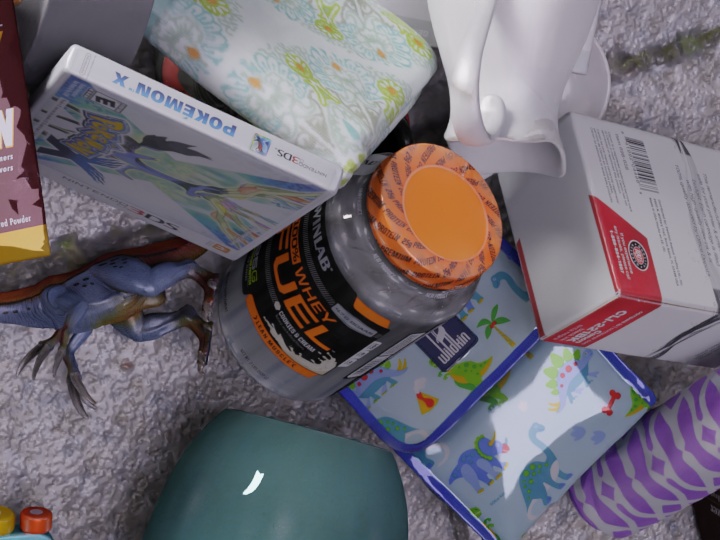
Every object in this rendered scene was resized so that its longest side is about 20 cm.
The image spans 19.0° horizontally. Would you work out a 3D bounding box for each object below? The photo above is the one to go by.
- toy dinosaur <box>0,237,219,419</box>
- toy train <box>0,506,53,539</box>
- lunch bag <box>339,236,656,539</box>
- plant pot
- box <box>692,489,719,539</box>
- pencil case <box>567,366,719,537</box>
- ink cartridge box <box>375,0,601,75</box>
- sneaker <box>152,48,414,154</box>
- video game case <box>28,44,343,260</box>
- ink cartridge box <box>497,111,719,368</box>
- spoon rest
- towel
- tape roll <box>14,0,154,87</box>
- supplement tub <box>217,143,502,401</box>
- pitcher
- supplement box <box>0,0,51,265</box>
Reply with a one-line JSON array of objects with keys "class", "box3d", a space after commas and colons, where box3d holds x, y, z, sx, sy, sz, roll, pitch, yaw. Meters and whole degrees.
[{"class": "toy dinosaur", "box3d": [-0.192, 0.028, 1.498, 0.180, 0.201, 0.105, 9, 138, -1]}, {"class": "toy train", "box3d": [-0.275, 0.249, 1.513, 0.200, 0.056, 0.150, -39, 115, -5]}, {"class": "lunch bag", "box3d": [0.087, 0.078, 1.581, 0.170, 0.127, 0.200, -44, 99, -3]}, {"class": "plant pot", "box3d": [-0.057, 0.188, 1.511, 0.200, 0.200, 0.162, 16, 84, -24]}, {"class": "box", "box3d": [0.369, 0.190, 1.689, 0.163, 0.166, 0.201, -21, 109, -16]}, {"class": "pencil case", "box3d": [0.241, 0.126, 1.595, 0.084, 0.086, 0.200, 26, 136, -35]}, {"class": "ink cartridge box", "box3d": [0.088, -0.243, 1.537, 0.199, 0.044, 0.175, 8, 102, -20]}, {"class": "sneaker", "box3d": [-0.045, -0.113, 1.487, 0.200, 0.098, 0.071, 19, 105, -23]}, {"class": "video game case", "box3d": [-0.126, -0.069, 1.364, 0.182, 0.200, 0.022, 24, 70, -15]}, {"class": "ink cartridge box", "box3d": [0.207, -0.018, 1.555, 0.199, 0.084, 0.145, 10, 58, -41]}, {"class": "spoon rest", "box3d": [0.100, -0.104, 1.569, 0.200, 0.061, 0.100, -38, 111, -8]}, {"class": "towel", "box3d": [-0.044, -0.148, 1.411, 0.171, 0.200, 0.048, 36, 120, 1]}, {"class": "tape roll", "box3d": [-0.179, -0.213, 1.356, 0.066, 0.200, 0.201, 9, 99, -22]}, {"class": "supplement tub", "box3d": [0.000, 0.000, 1.447, 0.122, 0.200, 0.123, 17, 58, -28]}, {"class": "pitcher", "box3d": [0.095, -0.172, 1.435, 0.121, 0.172, 0.201, 4, 86, 14]}, {"class": "supplement box", "box3d": [-0.290, -0.112, 1.338, 0.132, 0.197, 0.201, -12, 106, -19]}]
